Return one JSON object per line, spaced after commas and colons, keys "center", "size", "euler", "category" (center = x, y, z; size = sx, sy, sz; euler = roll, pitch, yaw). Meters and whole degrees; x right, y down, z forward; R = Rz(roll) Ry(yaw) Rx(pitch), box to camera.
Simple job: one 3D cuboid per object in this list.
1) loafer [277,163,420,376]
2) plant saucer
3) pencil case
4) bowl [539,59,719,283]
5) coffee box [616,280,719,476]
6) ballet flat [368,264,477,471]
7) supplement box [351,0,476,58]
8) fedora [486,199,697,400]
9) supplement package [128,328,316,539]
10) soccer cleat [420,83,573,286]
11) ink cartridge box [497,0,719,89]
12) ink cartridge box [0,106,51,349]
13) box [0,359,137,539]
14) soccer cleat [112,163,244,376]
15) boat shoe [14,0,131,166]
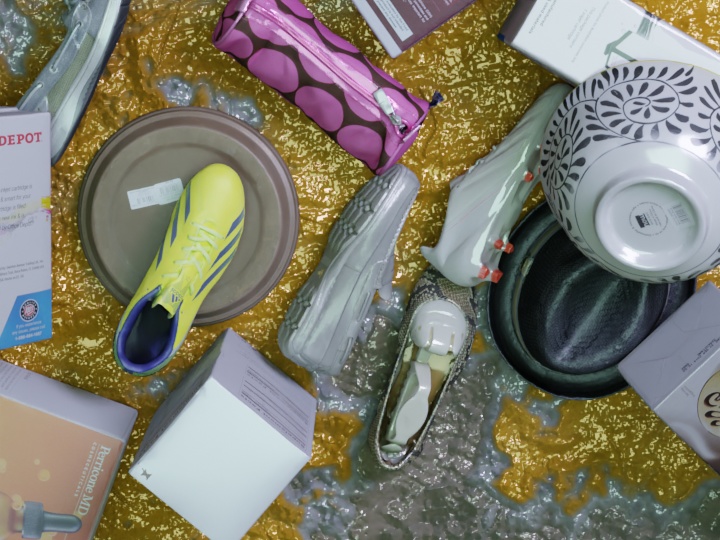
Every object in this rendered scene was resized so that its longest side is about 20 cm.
{"center": [0.000, 0.000, 1.740], "size": [0.070, 0.070, 0.200], "euler": [28, 98, -23], "category": "loafer"}
{"center": [-0.154, -0.046, 1.748], "size": [0.200, 0.029, 0.200], "euler": [0, 100, 1], "category": "plant saucer"}
{"center": [-0.033, -0.172, 1.692], "size": [0.200, 0.094, 0.091], "euler": [36, 93, -5], "category": "pencil case"}
{"center": [0.237, -0.059, 1.582], "size": [0.200, 0.094, 0.201], "euler": [7, 124, 10], "category": "bowl"}
{"center": [0.332, 0.119, 1.712], "size": [0.113, 0.080, 0.200], "euler": [-43, 122, 6], "category": "coffee box"}
{"center": [0.058, 0.089, 1.746], "size": [0.068, 0.075, 0.200], "euler": [19, 99, -2], "category": "ballet flat"}
{"center": [0.078, -0.284, 1.688], "size": [0.200, 0.061, 0.109], "euler": [-34, 99, 7], "category": "supplement box"}
{"center": [0.208, 0.025, 1.725], "size": [0.200, 0.092, 0.201], "euler": [0, 100, 0], "category": "fedora"}
{"center": [-0.115, 0.143, 1.693], "size": [0.110, 0.200, 0.114], "euler": [40, 98, -6], "category": "supplement package"}
{"center": [0.121, -0.082, 1.723], "size": [0.078, 0.069, 0.200], "euler": [29, 91, 26], "category": "soccer cleat"}
{"center": [0.225, -0.179, 1.664], "size": [0.200, 0.146, 0.084], "euler": [29, 97, -6], "category": "ink cartridge box"}
{"center": [-0.361, -0.038, 1.665], "size": [0.146, 0.147, 0.200], "euler": [8, 101, 32], "category": "ink cartridge box"}
{"center": [-0.319, 0.170, 1.746], "size": [0.200, 0.106, 0.152], "euler": [20, 99, -3], "category": "box"}
{"center": [-0.154, 0.004, 1.699], "size": [0.065, 0.084, 0.200], "euler": [26, 99, -4], "category": "soccer cleat"}
{"center": [-0.251, -0.190, 1.701], "size": [0.065, 0.074, 0.202], "euler": [25, 107, -5], "category": "boat shoe"}
